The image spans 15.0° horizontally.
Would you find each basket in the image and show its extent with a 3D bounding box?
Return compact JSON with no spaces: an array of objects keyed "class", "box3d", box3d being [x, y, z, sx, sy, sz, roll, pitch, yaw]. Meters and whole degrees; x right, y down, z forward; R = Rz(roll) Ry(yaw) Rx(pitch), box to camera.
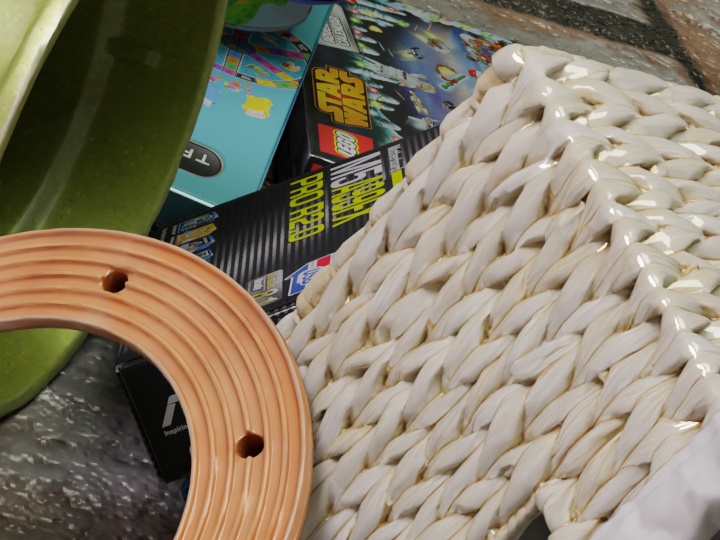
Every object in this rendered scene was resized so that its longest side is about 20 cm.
[{"class":"basket","box3d":[0.090,0.063,0.797,0.199,0.198,0.161,10,43,-39]}]

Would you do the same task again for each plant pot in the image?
[{"class":"plant pot","box3d":[-0.170,-0.076,0.957,0.184,0.201,0.200,24,26,11]}]

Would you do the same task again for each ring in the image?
[{"class":"ring","box3d":[-0.107,0.072,0.789,0.200,0.019,0.201,-11,49,14]}]

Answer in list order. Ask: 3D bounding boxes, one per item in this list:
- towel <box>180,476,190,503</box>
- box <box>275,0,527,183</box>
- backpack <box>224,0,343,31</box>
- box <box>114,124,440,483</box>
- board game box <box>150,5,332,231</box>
[{"class":"towel","box3d":[0.029,0.069,1.014,0.112,0.049,0.200,37,28,21]},{"class":"box","box3d":[0.028,-0.065,1.266,0.136,0.040,0.200,17,28,-14]},{"class":"backpack","box3d":[-0.076,-0.207,1.135,0.182,0.147,0.201,10,50,-16]},{"class":"box","box3d":[0.000,0.000,0.967,0.160,0.044,0.200,-20,14,5]},{"class":"board game box","box3d":[-0.100,-0.091,1.151,0.151,0.047,0.200,23,39,-3]}]
